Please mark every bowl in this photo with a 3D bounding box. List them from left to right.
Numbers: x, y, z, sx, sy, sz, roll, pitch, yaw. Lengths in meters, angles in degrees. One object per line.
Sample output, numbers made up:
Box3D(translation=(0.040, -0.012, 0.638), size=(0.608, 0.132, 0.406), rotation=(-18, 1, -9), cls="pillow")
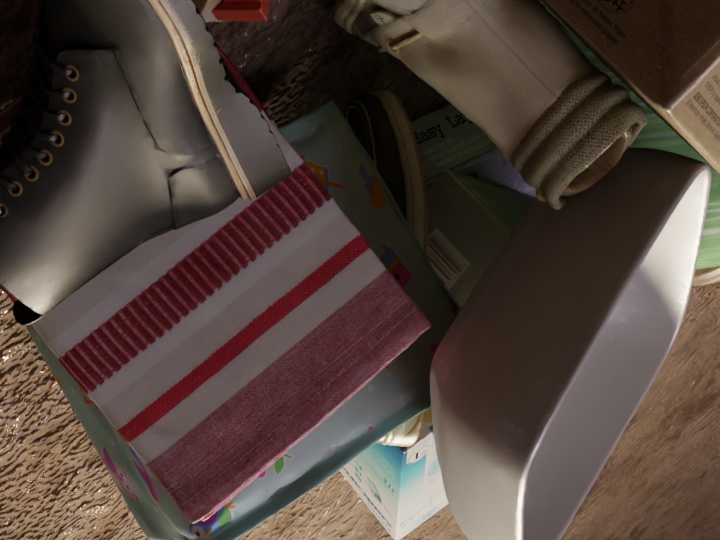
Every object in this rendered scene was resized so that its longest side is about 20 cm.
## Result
Box3D(translation=(0.100, 0.043, 0.868), size=(0.200, 0.074, 0.200), rotation=(-55, 158, -22), cls="bowl")

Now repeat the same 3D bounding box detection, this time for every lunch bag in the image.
Box3D(translation=(-0.051, 0.026, 0.870), size=(0.199, 0.171, 0.122), rotation=(-32, -178, -24), cls="lunch bag")

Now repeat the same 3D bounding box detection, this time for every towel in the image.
Box3D(translation=(-0.081, -0.006, 0.773), size=(0.144, 0.200, 0.023), rotation=(-39, -173, -6), cls="towel")

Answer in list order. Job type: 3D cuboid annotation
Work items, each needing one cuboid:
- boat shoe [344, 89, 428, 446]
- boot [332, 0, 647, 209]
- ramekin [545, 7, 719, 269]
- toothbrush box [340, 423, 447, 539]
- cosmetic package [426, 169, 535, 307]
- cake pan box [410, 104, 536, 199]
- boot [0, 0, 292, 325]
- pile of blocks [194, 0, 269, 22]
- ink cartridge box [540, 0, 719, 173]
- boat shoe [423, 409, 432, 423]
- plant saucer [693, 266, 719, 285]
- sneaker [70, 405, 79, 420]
Box3D(translation=(0.000, 0.000, 0.955), size=(0.064, 0.202, 0.072), rotation=(-3, -176, -16), cls="boat shoe")
Box3D(translation=(0.062, -0.100, 0.820), size=(0.072, 0.155, 0.200), rotation=(-46, 178, 2), cls="boot")
Box3D(translation=(0.176, -0.092, 0.986), size=(0.097, 0.202, 0.200), rotation=(-4, 167, 19), cls="ramekin")
Box3D(translation=(0.062, 0.112, 1.351), size=(0.146, 0.085, 0.200), rotation=(-34, 158, -18), cls="toothbrush box")
Box3D(translation=(0.087, 0.011, 1.074), size=(0.107, 0.090, 0.200), rotation=(-51, 153, 16), cls="cosmetic package")
Box3D(translation=(0.057, -0.033, 1.120), size=(0.183, 0.052, 0.201), rotation=(-25, 153, -30), cls="cake pan box")
Box3D(translation=(-0.124, -0.068, 0.678), size=(0.138, 0.078, 0.200), rotation=(-33, 131, -2), cls="boot")
Box3D(translation=(-0.017, -0.176, 0.716), size=(0.200, 0.062, 0.082), rotation=(-48, 157, 15), cls="pile of blocks")
Box3D(translation=(0.121, -0.146, 0.812), size=(0.075, 0.200, 0.165), rotation=(-47, 158, 11), cls="ink cartridge box")
Box3D(translation=(0.022, 0.058, 1.113), size=(0.073, 0.063, 0.200), rotation=(-33, 157, 29), cls="boat shoe")
Box3D(translation=(0.226, -0.091, 1.129), size=(0.029, 0.201, 0.201), rotation=(11, 131, -26), cls="plant saucer")
Box3D(translation=(-0.089, 0.027, 0.984), size=(0.199, 0.072, 0.080), rotation=(-31, 177, -38), cls="sneaker")
